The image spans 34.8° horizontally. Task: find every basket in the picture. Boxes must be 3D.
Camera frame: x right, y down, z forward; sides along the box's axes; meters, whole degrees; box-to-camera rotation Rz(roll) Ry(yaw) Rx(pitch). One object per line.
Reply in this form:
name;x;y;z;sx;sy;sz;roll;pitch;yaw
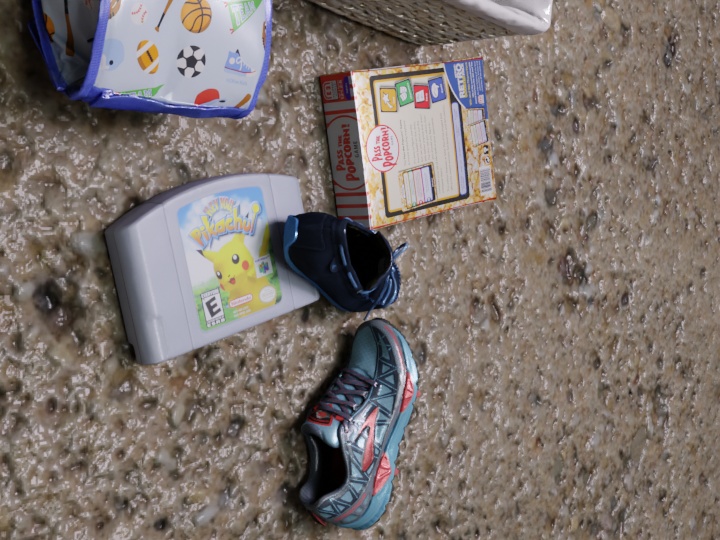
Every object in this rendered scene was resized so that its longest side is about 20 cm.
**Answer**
basket;0.071;-0.330;1.084;0.199;0.160;0.199;8;85;-45

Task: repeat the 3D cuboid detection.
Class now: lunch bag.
lunch bag;-0.159;-0.218;0.878;0.170;0.123;0.201;-2;85;-46

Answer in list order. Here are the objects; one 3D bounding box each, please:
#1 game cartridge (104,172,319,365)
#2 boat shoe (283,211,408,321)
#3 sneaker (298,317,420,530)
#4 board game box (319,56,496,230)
game cartridge;-0.120;-0.012;0.983;0.200;0.040;0.134;-22;103;-44
boat shoe;0.000;0.000;1.052;0.200;0.068;0.085;19;69;-64
sneaker;-0.006;0.140;1.072;0.095;0.079;0.201;17;79;-43
board game box;0.054;-0.130;1.150;0.199;0.046;0.152;-15;102;-45
